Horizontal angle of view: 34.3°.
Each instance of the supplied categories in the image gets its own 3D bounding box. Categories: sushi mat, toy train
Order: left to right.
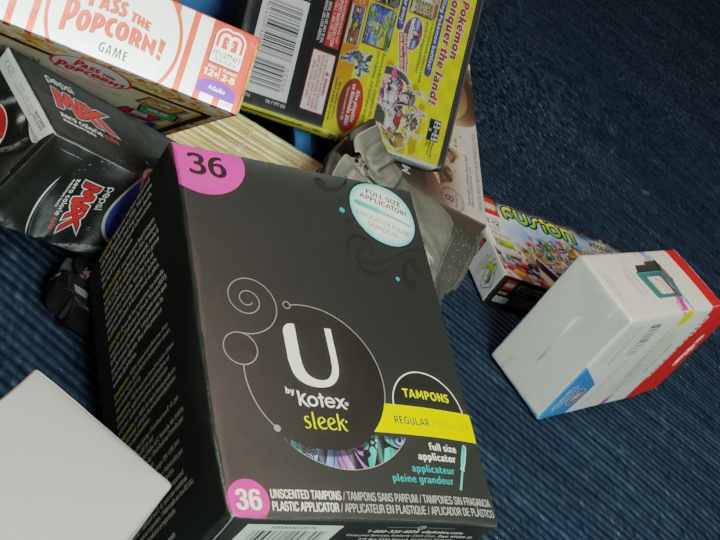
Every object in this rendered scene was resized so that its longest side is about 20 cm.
[{"bbox_3d":[-0.094,0.058,0.679,0.199,0.034,0.046,32,35,-11],"label":"toy train"},{"bbox_3d":[-0.058,-0.042,0.819,0.199,0.012,0.097,30,73,-15],"label":"sushi mat"}]

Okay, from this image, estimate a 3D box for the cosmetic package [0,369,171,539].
[{"bbox_3d":[-0.164,0.138,0.423,0.081,0.113,0.200,38,29,-1],"label":"cosmetic package"}]

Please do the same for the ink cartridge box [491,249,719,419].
[{"bbox_3d":[0.210,0.047,0.941,0.199,0.117,0.068,-3,49,-50],"label":"ink cartridge box"}]

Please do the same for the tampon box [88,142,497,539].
[{"bbox_3d":[-0.043,0.060,0.598,0.148,0.126,0.202,9,52,-32],"label":"tampon box"}]

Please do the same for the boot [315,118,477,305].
[{"bbox_3d":[0.000,0.000,0.769,0.131,0.067,0.201,44,43,-22],"label":"boot"}]

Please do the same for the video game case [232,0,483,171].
[{"bbox_3d":[0.003,-0.191,0.830,0.179,0.203,0.025,15,-2,-27],"label":"video game case"}]

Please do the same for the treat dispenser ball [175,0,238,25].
[{"bbox_3d":[-0.138,-0.281,0.911,0.199,0.201,0.202,27,32,-19],"label":"treat dispenser ball"}]

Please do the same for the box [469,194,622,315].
[{"bbox_3d":[0.175,0.001,1.042,0.198,0.035,0.111,17,37,-33],"label":"box"}]

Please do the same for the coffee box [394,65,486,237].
[{"bbox_3d":[0.031,-0.105,0.955,0.112,0.080,0.202,25,42,-24],"label":"coffee box"}]

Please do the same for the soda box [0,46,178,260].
[{"bbox_3d":[-0.144,-0.049,0.673,0.071,0.063,0.200,55,14,26],"label":"soda box"}]

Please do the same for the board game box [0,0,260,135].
[{"bbox_3d":[-0.162,-0.126,0.671,0.150,0.047,0.199,20,-6,-25],"label":"board game box"}]

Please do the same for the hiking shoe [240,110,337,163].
[{"bbox_3d":[-0.050,-0.149,0.850,0.074,0.203,0.087,10,20,24],"label":"hiking shoe"}]
